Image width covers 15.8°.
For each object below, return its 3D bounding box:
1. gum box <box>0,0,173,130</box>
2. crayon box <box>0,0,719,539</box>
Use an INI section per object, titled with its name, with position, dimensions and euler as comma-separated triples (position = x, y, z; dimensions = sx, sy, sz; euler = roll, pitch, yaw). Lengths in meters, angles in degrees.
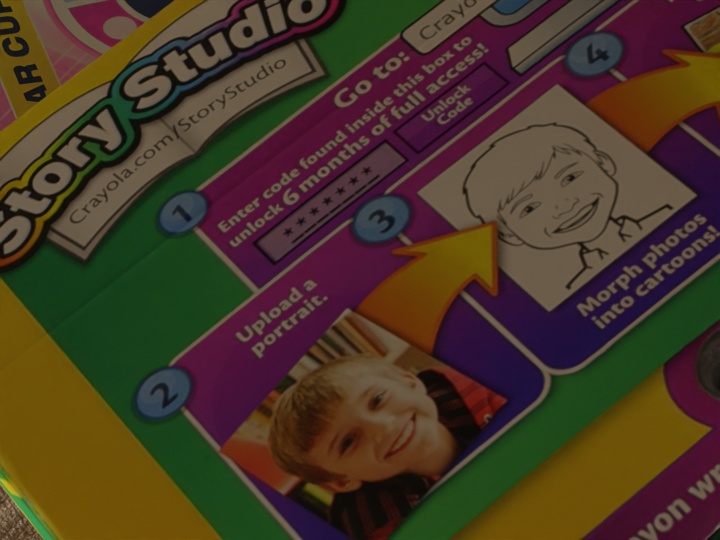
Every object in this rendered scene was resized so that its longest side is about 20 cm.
[gum box]
position = -0.058, -0.059, 0.718
dimensions = 0.066, 0.113, 0.200
euler = 96, 155, -46
[crayon box]
position = 0.032, -0.003, 0.458
dimensions = 0.173, 0.200, 0.058
euler = 44, 168, 43
